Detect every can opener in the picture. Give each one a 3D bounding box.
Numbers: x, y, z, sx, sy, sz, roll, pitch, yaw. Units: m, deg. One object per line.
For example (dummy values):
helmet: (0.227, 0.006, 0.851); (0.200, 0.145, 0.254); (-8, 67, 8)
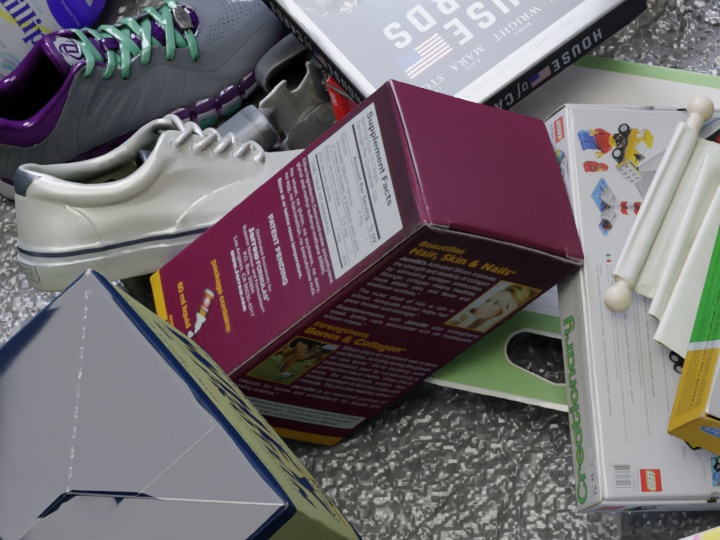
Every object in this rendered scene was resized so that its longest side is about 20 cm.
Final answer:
can opener: (-0.064, -0.069, 1.549); (0.200, 0.053, 0.067); (-37, 35, -6)

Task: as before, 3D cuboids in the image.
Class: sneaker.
sneaker: (-0.129, -0.111, 1.554); (0.199, 0.088, 0.075); (-32, 62, -4)
sneaker: (-0.085, -0.045, 1.468); (0.199, 0.071, 0.073); (-15, 23, -17)

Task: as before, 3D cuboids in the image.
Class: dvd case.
dvd case: (0.034, -0.159, 1.487); (0.150, 0.025, 0.200); (-36, 55, -9)

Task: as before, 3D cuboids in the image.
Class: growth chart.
growth chart: (0.214, 0.017, 1.387); (0.200, 0.018, 0.145); (39, 65, -8)

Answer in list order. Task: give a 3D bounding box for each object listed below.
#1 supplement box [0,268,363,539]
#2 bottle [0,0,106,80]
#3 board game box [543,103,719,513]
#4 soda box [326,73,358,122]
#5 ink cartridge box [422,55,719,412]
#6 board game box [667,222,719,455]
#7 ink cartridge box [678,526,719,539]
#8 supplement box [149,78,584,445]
supplement box: (-0.124, 0.129, 1.234); (0.200, 0.200, 0.134); (-41, 75, 0)
bottle: (-0.187, -0.163, 1.595); (0.200, 0.084, 0.065); (-43, 29, -10)
board game box: (0.161, 0.019, 1.397); (0.125, 0.035, 0.202); (1, 75, -19)
soda box: (0.065, -0.143, 1.527); (0.063, 0.070, 0.200); (28, 67, 23)
ink cartridge box: (0.128, -0.013, 1.473); (0.144, 0.048, 0.201); (11, 71, 18)
board game box: (0.260, 0.043, 1.364); (0.199, 0.040, 0.154); (23, 67, -13)
ink cartridge box: (0.189, 0.195, 1.314); (0.199, 0.125, 0.129); (-19, 62, 3)
supplement box: (0.000, 0.000, 1.404); (0.200, 0.110, 0.086); (-38, 54, 37)
